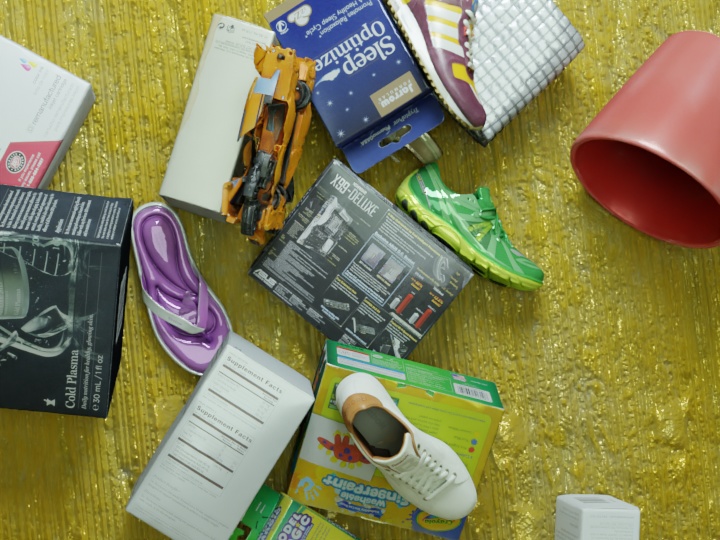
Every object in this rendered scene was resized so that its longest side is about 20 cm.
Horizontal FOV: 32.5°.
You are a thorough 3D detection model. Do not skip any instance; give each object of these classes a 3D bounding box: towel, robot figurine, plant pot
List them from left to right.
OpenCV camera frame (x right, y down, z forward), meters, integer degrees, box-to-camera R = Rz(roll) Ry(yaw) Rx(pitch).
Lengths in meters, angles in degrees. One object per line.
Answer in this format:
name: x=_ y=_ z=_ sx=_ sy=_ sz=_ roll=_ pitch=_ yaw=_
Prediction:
robot figurine: x=-0.095 y=-0.127 z=1.278 sx=0.058 sy=0.145 sz=0.203 roll=15 pitch=95 yaw=11
towel: x=0.129 y=-0.266 z=1.389 sx=0.165 sy=0.086 sz=0.200 roll=-43 pitch=89 yaw=0
plant pot: x=0.360 y=-0.154 z=1.375 sx=0.199 sy=0.200 sz=0.178 roll=35 pitch=75 yaw=-6

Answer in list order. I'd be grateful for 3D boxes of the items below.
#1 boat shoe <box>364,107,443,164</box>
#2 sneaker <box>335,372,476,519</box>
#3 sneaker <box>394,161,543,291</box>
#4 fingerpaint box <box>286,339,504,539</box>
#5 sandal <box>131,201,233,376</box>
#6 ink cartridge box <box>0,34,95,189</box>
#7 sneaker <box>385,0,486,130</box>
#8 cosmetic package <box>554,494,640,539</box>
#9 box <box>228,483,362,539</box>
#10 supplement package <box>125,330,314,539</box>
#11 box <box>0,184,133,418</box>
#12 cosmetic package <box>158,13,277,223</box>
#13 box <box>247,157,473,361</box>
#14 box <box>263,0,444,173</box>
boat shoe: x=0.004 y=-0.177 z=1.378 sx=0.199 sy=0.073 sz=0.063 roll=39 pitch=91 yaw=6
sneaker: x=0.047 y=0.197 z=1.259 sx=0.073 sy=0.085 sz=0.200 roll=-43 pitch=107 yaw=9
sneaker: x=0.133 y=-0.049 z=1.386 sx=0.199 sy=0.074 sz=0.084 roll=38 pitch=85 yaw=-6
fingerpaint box: x=0.034 y=0.184 z=1.337 sx=0.198 sy=0.073 sz=0.169 roll=14 pitch=108 yaw=-7
sandal: x=-0.201 y=0.025 z=1.344 sx=0.082 sy=0.050 sz=0.204 roll=-26 pitch=93 yaw=-7
ink cartridge box: x=-0.402 y=-0.176 z=1.306 sx=0.198 sy=0.086 sz=0.149 roll=28 pitch=85 yaw=-8
sneaker: x=0.098 y=-0.249 z=1.311 sx=0.089 sy=0.075 sz=0.201 roll=-30 pitch=90 yaw=7
cosmetic package: x=0.260 y=0.358 z=1.375 sx=0.073 sy=0.102 sz=0.203 roll=2 pitch=88 yaw=-7
box: x=-0.051 y=0.322 z=1.301 sx=0.199 sy=0.048 sz=0.118 roll=35 pitch=78 yaw=-17
supplement package: x=-0.146 y=0.182 z=1.302 sx=0.109 sy=0.114 sz=0.201 roll=32 pitch=92 yaw=-7
box: x=-0.339 y=0.027 z=1.252 sx=0.194 sy=0.124 sz=0.202 roll=7 pitch=115 yaw=-6
cosmetic package: x=-0.150 y=-0.161 z=1.332 sx=0.072 sy=0.104 sz=0.202 roll=17 pitch=84 yaw=0
box: x=0.000 y=0.000 z=1.354 sx=0.199 sy=0.050 sz=0.158 roll=38 pitch=100 yaw=-5
box: x=-0.005 y=-0.220 z=1.329 sx=0.120 sy=0.032 sz=0.201 roll=-30 pitch=84 yaw=9
